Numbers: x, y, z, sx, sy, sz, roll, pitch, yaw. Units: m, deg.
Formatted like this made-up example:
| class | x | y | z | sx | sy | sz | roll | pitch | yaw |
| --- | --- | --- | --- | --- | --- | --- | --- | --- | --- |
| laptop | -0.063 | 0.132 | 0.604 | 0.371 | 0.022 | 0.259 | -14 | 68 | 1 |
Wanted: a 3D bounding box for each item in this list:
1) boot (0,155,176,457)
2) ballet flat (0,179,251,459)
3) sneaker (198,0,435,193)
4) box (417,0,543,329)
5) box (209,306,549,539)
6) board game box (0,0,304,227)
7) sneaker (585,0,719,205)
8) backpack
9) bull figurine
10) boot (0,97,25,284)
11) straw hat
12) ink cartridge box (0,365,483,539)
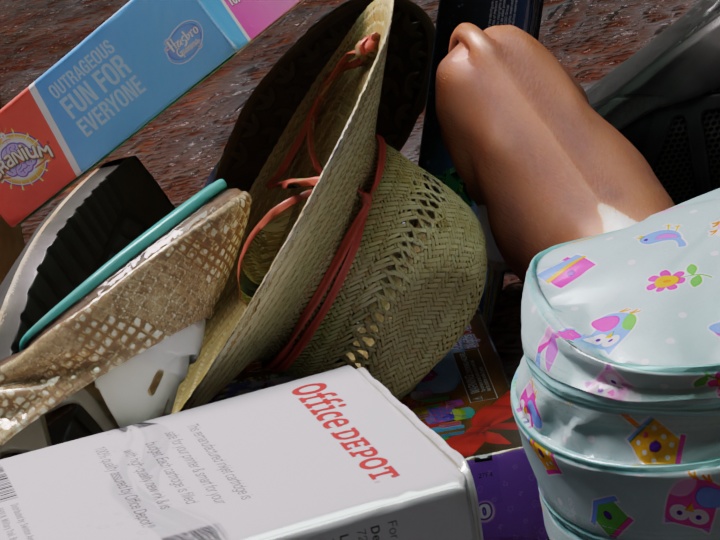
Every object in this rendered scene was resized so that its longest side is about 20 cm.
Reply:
| class | x | y | z | sx | sy | sz | roll | pitch | yaw |
| --- | --- | --- | --- | --- | --- | --- | --- | --- | --- |
| boot | -0.160 | 0.044 | 1.111 | 0.138 | 0.078 | 0.200 | -5 | 44 | 36 |
| ballet flat | -0.107 | 0.049 | 0.998 | 0.200 | 0.065 | 0.071 | -36 | -4 | 0 |
| sneaker | -0.040 | -0.033 | 1.275 | 0.201 | 0.067 | 0.090 | -58 | 8 | -2 |
| box | 0.051 | -0.070 | 1.246 | 0.037 | 0.201 | 0.137 | 9 | 17 | 5 |
| box | -0.009 | 0.066 | 1.106 | 0.136 | 0.039 | 0.200 | -13 | 15 | -1 |
| board game box | -0.055 | -0.108 | 1.173 | 0.153 | 0.040 | 0.200 | -34 | 7 | 41 |
| sneaker | 0.145 | -0.042 | 1.345 | 0.199 | 0.114 | 0.076 | -36 | 12 | 21 |
| backpack | 0.147 | 0.037 | 0.934 | 0.199 | 0.127 | 0.167 | -17 | 19 | -10 |
| bull figurine | 0.089 | -0.002 | 1.092 | 0.065 | 0.201 | 0.122 | -25 | -20 | -6 |
| boot | -0.157 | -0.019 | 1.210 | 0.066 | 0.201 | 0.175 | -17 | 16 | -30 |
| straw hat | 0.000 | 0.000 | 1.078 | 0.085 | 0.202 | 0.201 | 30 | 12 | -9 |
| ink cartridge box | -0.069 | 0.107 | 0.913 | 0.199 | 0.085 | 0.146 | -14 | 16 | -11 |
